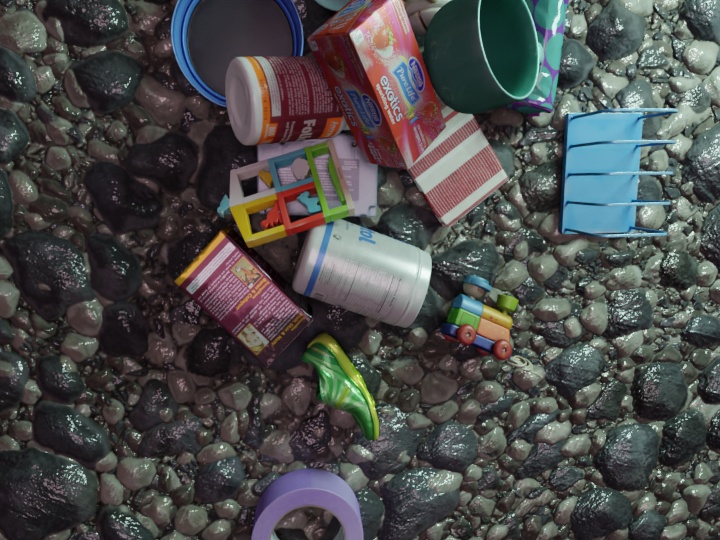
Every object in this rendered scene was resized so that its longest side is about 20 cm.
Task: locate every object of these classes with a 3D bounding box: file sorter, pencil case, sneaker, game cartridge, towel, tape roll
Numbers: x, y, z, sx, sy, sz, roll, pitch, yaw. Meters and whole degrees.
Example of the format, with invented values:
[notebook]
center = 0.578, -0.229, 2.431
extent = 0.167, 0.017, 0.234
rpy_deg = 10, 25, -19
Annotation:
[file sorter]
center = 0.424, -0.159, 0.844
extent = 0.135, 0.123, 0.205
rpy_deg = -2, 99, -6
[pencil case]
center = 0.281, -0.355, 0.813
extent = 0.083, 0.092, 0.205
rpy_deg = 12, 101, 25
[sneaker]
center = -0.033, 0.205, 0.883
extent = 0.083, 0.074, 0.202
rpy_deg = -32, 92, -2
[game cartridge]
center = -0.069, -0.157, 0.834
extent = 0.195, 0.041, 0.137
rpy_deg = 1, 103, -7
[towel]
center = 0.143, -0.194, 0.859
extent = 0.143, 0.023, 0.202
rpy_deg = -36, 103, -2
[tape roll]
center = -0.094, 0.466, 0.921
extent = 0.195, 0.066, 0.205
rpy_deg = -1, 99, -6

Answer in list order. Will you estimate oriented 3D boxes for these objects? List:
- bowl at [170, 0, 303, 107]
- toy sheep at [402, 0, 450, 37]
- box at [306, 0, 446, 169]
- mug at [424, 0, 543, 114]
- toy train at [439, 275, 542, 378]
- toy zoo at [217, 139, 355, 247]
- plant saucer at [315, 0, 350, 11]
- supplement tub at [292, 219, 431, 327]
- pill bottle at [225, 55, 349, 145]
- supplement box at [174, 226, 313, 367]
[bowl]
center = -0.185, -0.351, 0.786
extent = 0.195, 0.039, 0.206
rpy_deg = -1, 99, -6
[toy sheep]
center = 0.095, -0.422, 0.758
extent = 0.134, 0.138, 0.205
rpy_deg = -1, 94, -6
[box]
center = 0.028, -0.251, 0.698
extent = 0.100, 0.095, 0.202
rpy_deg = -47, 130, -20
[mug]
center = 0.169, -0.291, 0.718
extent = 0.184, 0.113, 0.155
rpy_deg = 31, 68, -38
[toy train]
center = 0.247, 0.096, 0.894
extent = 0.196, 0.085, 0.118
rpy_deg = 22, 83, -9
[toy zoo]
center = -0.118, -0.113, 0.771
extent = 0.196, 0.021, 0.134
rpy_deg = -18, 65, -3
[plant saucer]
center = 0.002, -0.457, 0.709
extent = 0.197, 0.038, 0.206
rpy_deg = 1, 92, 30
[supplement tub]
center = 0.000, 0.000, 0.819
extent = 0.196, 0.132, 0.135
rpy_deg = 18, 97, -10
[pill bottle]
center = -0.085, -0.249, 0.747
extent = 0.196, 0.113, 0.117
rpy_deg = -14, 102, -30
[supplement box]
center = -0.181, 0.040, 0.829
extent = 0.110, 0.086, 0.200
rpy_deg = -44, 101, 2
